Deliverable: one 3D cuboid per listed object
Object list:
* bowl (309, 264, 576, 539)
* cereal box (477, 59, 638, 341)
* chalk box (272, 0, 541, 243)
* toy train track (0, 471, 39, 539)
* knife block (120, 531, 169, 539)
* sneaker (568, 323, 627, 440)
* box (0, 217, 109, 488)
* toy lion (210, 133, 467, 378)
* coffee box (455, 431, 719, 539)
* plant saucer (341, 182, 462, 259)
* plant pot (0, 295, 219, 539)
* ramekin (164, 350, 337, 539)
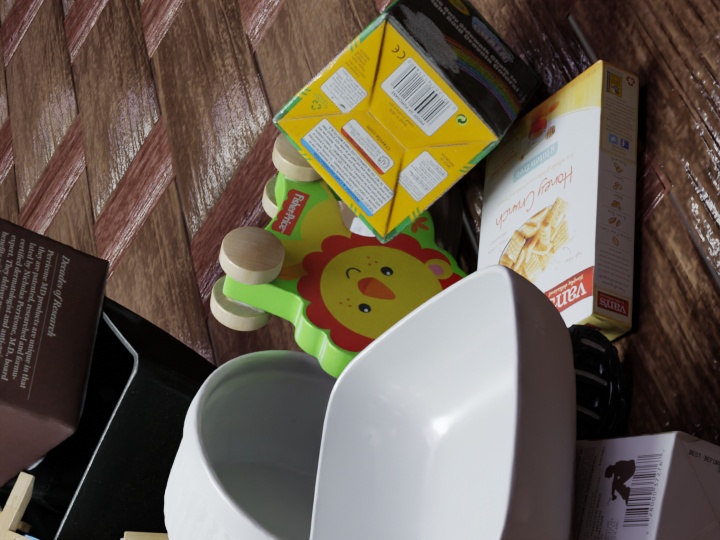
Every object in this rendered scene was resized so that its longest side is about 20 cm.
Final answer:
[{"bbox_3d":[0.054,0.116,1.132,0.200,0.075,0.200,-39,38,47],"label":"bowl"},{"bbox_3d":[0.133,-0.027,1.386,0.144,0.039,0.200,-36,40,50],"label":"cereal box"},{"bbox_3d":[0.042,-0.131,1.487,0.124,0.125,0.200,-41,4,24],"label":"chalk box"},{"bbox_3d":[-0.251,0.221,1.546,0.200,0.033,0.115,6,69,57],"label":"toy train track"},{"bbox_3d":[-0.099,0.251,1.534,0.200,0.175,0.064,106,167,-57],"label":"knife block"},{"bbox_3d":[0.107,0.128,1.283,0.079,0.074,0.200,10,79,69],"label":"sneaker"},{"bbox_3d":[-0.339,0.056,1.642,0.166,0.200,0.164,-35,41,48],"label":"box"},{"bbox_3d":[0.000,0.000,1.475,0.200,0.191,0.069,-67,-5,-47],"label":"toy lion"},{"bbox_3d":[0.151,0.149,1.134,0.200,0.113,0.080,-16,56,60],"label":"coffee box"},{"bbox_3d":[0.014,-0.004,1.612,0.200,0.029,0.200,-44,34,41],"label":"plant saucer"},{"bbox_3d":[-0.173,0.157,1.676,0.200,0.177,0.200,-65,25,7],"label":"plant pot"},{"bbox_3d":[-0.043,0.163,1.407,0.200,0.200,0.105,-100,31,-48],"label":"ramekin"}]
